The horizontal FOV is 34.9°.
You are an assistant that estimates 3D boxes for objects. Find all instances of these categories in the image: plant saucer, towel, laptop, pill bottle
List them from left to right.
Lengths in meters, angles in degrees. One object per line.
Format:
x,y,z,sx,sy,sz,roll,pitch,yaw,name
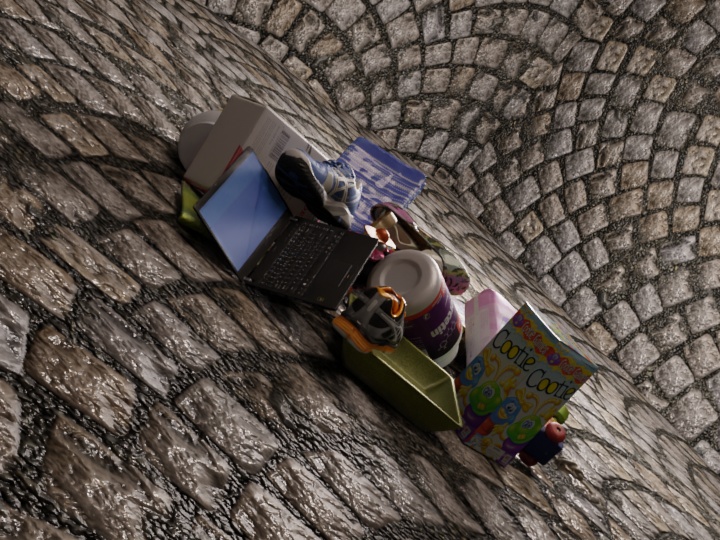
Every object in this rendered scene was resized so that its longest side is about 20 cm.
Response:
-0.214,-0.189,1.747,0.112,0.112,0.200,41,10,-1,pill bottle
-0.168,-0.039,1.564,0.200,0.023,0.144,37,13,-21,towel
-0.091,-0.058,1.494,0.199,0.104,0.177,16,37,13,laptop
0.011,-0.135,1.882,0.145,0.024,0.200,33,47,5,towel
0.044,0.133,1.557,0.200,0.048,0.200,41,11,-8,plant saucer
0.087,0.066,1.713,0.113,0.112,0.200,50,-7,39,pill bottle

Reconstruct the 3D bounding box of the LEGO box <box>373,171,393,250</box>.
0.025,-0.071,1.962,0.149,0.077,0.200,74,-9,-62,LEGO box

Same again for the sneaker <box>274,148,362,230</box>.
-0.057,-0.130,1.628,0.076,0.077,0.200,23,-11,27,sneaker

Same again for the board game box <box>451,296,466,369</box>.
0.191,0.120,2.099,0.165,0.057,0.200,33,14,-47,board game box

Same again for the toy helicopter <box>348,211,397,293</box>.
0.005,-0.040,1.665,0.079,0.132,0.200,51,39,-6,toy helicopter

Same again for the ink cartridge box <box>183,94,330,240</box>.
-0.137,-0.139,1.648,0.085,0.146,0.200,25,-8,40,ink cartridge box

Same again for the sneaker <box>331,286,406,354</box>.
0.028,0.058,1.470,0.078,0.077,0.200,41,10,7,sneaker

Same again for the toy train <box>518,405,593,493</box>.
0.297,0.250,1.782,0.200,0.085,0.116,42,37,3,toy train

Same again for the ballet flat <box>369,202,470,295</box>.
0.082,-0.032,1.763,0.200,0.069,0.071,47,23,22,ballet flat

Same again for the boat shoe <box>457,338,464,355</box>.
0.101,0.093,1.875,0.063,0.073,0.200,42,-2,38,boat shoe

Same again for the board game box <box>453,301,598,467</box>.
0.224,0.165,1.656,0.103,0.200,0.105,33,13,-36,board game box

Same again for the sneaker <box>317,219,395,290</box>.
0.000,0.000,1.782,0.200,0.096,0.079,30,16,-13,sneaker

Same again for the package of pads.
0.233,0.140,1.925,0.120,0.076,0.201,39,36,-31,package of pads

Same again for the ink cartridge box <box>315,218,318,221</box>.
-0.108,-0.103,1.895,0.200,0.067,0.116,36,12,-29,ink cartridge box
